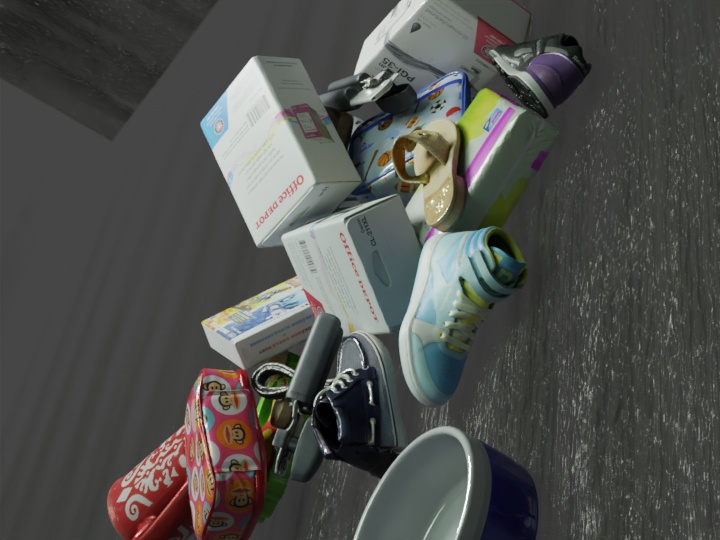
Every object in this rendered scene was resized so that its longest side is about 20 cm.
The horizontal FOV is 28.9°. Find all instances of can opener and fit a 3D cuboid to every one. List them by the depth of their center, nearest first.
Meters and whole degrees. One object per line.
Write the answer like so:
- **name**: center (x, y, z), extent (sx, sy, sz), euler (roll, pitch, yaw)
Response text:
- **can opener**: center (-0.050, 0.150, 1.624), extent (0.053, 0.066, 0.201), euler (77, -149, -64)
- **can opener**: center (0.001, -0.223, 1.819), extent (0.053, 0.067, 0.200), euler (-45, 21, -17)

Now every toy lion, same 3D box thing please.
- **toy lion**: center (-0.114, 0.221, 1.817), extent (0.192, 0.068, 0.200), euler (-62, 18, 21)

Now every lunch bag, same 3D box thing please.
- **lunch bag**: center (-0.176, 0.241, 1.744), extent (0.177, 0.081, 0.201), euler (114, 152, -50)
- **lunch bag**: center (0.068, -0.163, 1.786), extent (0.199, 0.076, 0.161), euler (-25, 39, 27)

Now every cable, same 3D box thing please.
- **cable**: center (-0.055, 0.142, 1.679), extent (0.199, 0.050, 0.097), euler (29, 82, 38)

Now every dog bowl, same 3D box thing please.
- **dog bowl**: center (0.072, 0.249, 1.275), extent (0.200, 0.079, 0.201), euler (-50, 22, 29)

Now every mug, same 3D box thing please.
- **mug**: center (-0.237, 0.306, 1.921), extent (0.200, 0.133, 0.178), euler (-44, 40, 29)

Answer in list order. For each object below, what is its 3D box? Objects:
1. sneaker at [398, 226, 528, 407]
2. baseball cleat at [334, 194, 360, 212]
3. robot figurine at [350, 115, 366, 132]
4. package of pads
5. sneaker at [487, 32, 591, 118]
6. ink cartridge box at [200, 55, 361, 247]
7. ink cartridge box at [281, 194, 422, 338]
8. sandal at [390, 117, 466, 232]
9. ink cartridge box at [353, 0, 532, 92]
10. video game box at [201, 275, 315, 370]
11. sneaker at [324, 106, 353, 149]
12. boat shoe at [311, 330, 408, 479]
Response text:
- **sneaker**: center (0.113, 0.041, 1.469), extent (0.130, 0.079, 0.201), euler (-18, 57, 48)
- **baseball cleat**: center (0.014, -0.082, 1.889), extent (0.200, 0.069, 0.107), euler (-55, 20, 19)
- **robot figurine**: center (-0.039, -0.124, 2.005), extent (0.201, 0.124, 0.150), euler (-60, 30, 3)
- **package of pads**: center (0.134, -0.106, 1.625), extent (0.201, 0.068, 0.155), euler (-58, 20, 8)
- **sneaker**: center (0.216, -0.238, 1.632), extent (0.087, 0.076, 0.200), euler (-38, 23, 4)
- **ink cartridge box**: center (-0.104, -0.150, 1.789), extent (0.145, 0.084, 0.201), euler (-44, 62, 39)
- **ink cartridge box**: center (0.000, 0.000, 1.682), extent (0.082, 0.147, 0.200), euler (-25, 6, -25)
- **sandal**: center (0.070, -0.129, 1.601), extent (0.078, 0.069, 0.212), euler (-49, 27, 26)
- **ink cartridge box**: center (0.106, -0.293, 1.834), extent (0.200, 0.146, 0.083), euler (-41, 24, 46)
- **video game box**: center (-0.107, 0.062, 1.884), extent (0.181, 0.047, 0.200), euler (-24, 13, -16)
- **sneaker**: center (-0.066, -0.128, 1.871), extent (0.071, 0.075, 0.201), euler (-63, -9, -65)
- **boat shoe**: center (-0.012, 0.136, 1.555), extent (0.075, 0.092, 0.201), euler (-51, 37, 28)
